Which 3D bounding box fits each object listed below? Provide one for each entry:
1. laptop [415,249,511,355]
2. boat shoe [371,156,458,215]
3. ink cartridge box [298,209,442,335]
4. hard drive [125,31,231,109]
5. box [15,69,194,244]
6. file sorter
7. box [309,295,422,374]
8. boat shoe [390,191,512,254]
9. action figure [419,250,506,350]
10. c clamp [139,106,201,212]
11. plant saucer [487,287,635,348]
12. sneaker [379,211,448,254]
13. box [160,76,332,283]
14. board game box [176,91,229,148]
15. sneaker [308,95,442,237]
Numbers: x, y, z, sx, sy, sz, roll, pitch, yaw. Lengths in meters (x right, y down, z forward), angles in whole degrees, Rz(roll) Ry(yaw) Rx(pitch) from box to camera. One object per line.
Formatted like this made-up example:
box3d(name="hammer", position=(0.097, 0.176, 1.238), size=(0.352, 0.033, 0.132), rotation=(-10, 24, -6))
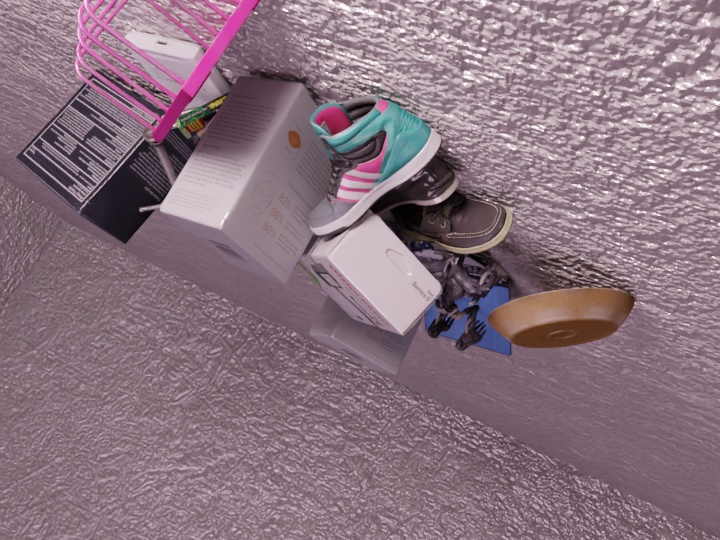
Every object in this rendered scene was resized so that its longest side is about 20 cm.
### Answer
box3d(name="laptop", position=(0.139, 0.042, 1.041), size=(0.187, 0.116, 0.200), rotation=(12, 170, 45))
box3d(name="boat shoe", position=(0.043, -0.113, 0.812), size=(0.057, 0.067, 0.200), rotation=(52, 152, -22))
box3d(name="ink cartridge box", position=(0.000, 0.000, 0.857), size=(0.146, 0.084, 0.200), rotation=(46, 168, -15))
box3d(name="hard drive", position=(-0.226, -0.248, 0.891), size=(0.132, 0.027, 0.200), rotation=(20, 163, 26))
box3d(name="box", position=(-0.406, -0.185, 1.026), size=(0.200, 0.198, 0.123), rotation=(34, 170, 28))
box3d(name="file sorter", position=(-0.208, -0.244, 0.651), size=(0.125, 0.139, 0.200), rotation=(35, 164, -21))
box3d(name="box", position=(0.027, 0.067, 1.173), size=(0.152, 0.200, 0.106), rotation=(34, 163, -22))
box3d(name="boat shoe", position=(0.105, -0.069, 0.818), size=(0.065, 0.073, 0.200), rotation=(31, 166, -34))
box3d(name="action figure", position=(0.135, 0.023, 0.896), size=(0.119, 0.102, 0.200), rotation=(19, 146, 22))
box3d(name="c clamp", position=(-0.258, -0.156, 0.924), size=(0.171, 0.027, 0.200), rotation=(-11, 149, -11))
box3d(name="plant saucer", position=(0.280, 0.074, 0.882), size=(0.200, 0.035, 0.200), rotation=(-3, 159, -1))
box3d(name="sneaker", position=(0.066, -0.044, 0.946), size=(0.200, 0.088, 0.075), rotation=(15, 159, 37))
box3d(name="box", position=(-0.122, -0.112, 0.792), size=(0.106, 0.200, 0.152), rotation=(17, 162, 32))
box3d(name="board game box", position=(-0.168, -0.175, 0.915), size=(0.023, 0.105, 0.200), rotation=(65, -174, 29))
box3d(name="sneaker", position=(-0.020, -0.126, 0.721), size=(0.121, 0.084, 0.200), rotation=(39, 124, -23))
